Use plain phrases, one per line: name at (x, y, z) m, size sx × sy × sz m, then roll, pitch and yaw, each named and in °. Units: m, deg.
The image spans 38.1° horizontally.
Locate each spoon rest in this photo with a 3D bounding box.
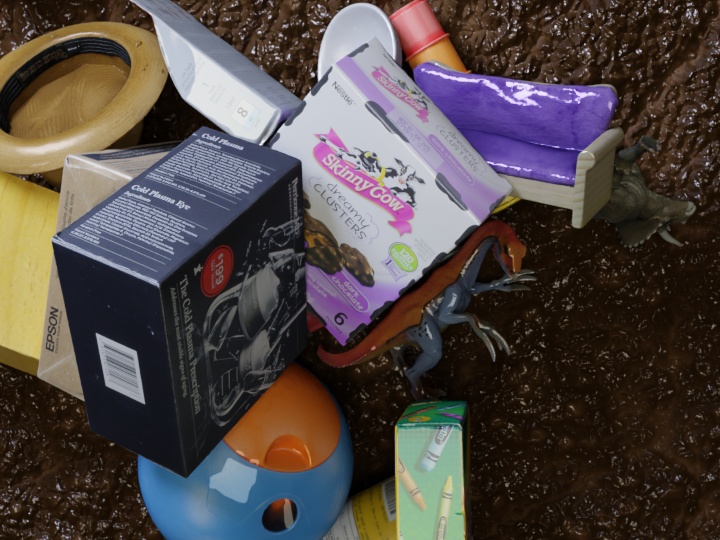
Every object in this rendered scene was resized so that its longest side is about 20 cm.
spoon rest at (-0.002, -0.139, 0.946) m, size 0.099 × 0.060 × 0.203 m, roll 5°, pitch 100°, yaw 44°

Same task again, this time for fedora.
fedora at (-0.256, -0.141, 0.947) m, size 0.198 × 0.202 × 0.082 m, roll -6°, pitch 139°, yaw 7°

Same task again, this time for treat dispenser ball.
treat dispenser ball at (-0.105, 0.175, 0.966) m, size 0.198 × 0.201 × 0.203 m, roll 1°, pitch 103°, yaw 5°

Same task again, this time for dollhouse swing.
dollhouse swing at (-0.343, 0.002, 0.987) m, size 0.198 × 0.176 × 0.184 m, roll 20°, pitch 88°, yaw 1°

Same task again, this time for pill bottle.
pill bottle at (0.004, 0.278, 1.025) m, size 0.199 × 0.111 × 0.112 m, roll -28°, pitch 99°, yaw 10°

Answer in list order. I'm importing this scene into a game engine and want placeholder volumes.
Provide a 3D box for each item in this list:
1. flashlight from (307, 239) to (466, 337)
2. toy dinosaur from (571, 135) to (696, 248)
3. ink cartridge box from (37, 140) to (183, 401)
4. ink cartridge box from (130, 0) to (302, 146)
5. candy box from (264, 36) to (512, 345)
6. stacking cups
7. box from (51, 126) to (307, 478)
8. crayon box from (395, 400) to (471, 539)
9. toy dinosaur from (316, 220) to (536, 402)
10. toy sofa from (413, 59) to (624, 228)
flashlight at (0.000, 0.000, 0.987) m, size 0.199 × 0.068 × 0.068 m, roll -28°, pitch 103°, yaw 12°
toy dinosaur at (0.207, -0.083, 0.944) m, size 0.198 × 0.077 × 0.103 m, roll 24°, pitch 137°, yaw 13°
ink cartridge box at (-0.191, -0.004, 0.912) m, size 0.074 × 0.164 × 0.202 m, roll 19°, pitch 107°, yaw 20°
ink cartridge box at (-0.147, -0.183, 0.913) m, size 0.199 × 0.160 × 0.047 m, roll 35°, pitch 102°, yaw -3°
candy box at (-0.002, -0.060, 0.868) m, size 0.168 × 0.072 × 0.200 m, roll 47°, pitch 132°, yaw 0°
stacking cups at (0.093, -0.152, 0.950) m, size 0.060 × 0.061 × 0.201 m, roll -27°, pitch 98°, yaw 10°
box at (-0.132, 0.022, 0.833) m, size 0.103 × 0.182 × 0.202 m, roll 20°, pitch 133°, yaw 22°
crayon box at (0.065, 0.221, 0.895) m, size 0.058 × 0.119 × 0.203 m, roll -1°, pitch 92°, yaw 8°
toy dinosaur at (0.074, 0.034, 0.949) m, size 0.197 × 0.105 × 0.183 m, roll 6°, pitch 118°, yaw -11°
toy sofa at (0.112, -0.110, 0.871) m, size 0.198 × 0.083 × 0.099 m, roll 15°, pitch 118°, yaw 27°
